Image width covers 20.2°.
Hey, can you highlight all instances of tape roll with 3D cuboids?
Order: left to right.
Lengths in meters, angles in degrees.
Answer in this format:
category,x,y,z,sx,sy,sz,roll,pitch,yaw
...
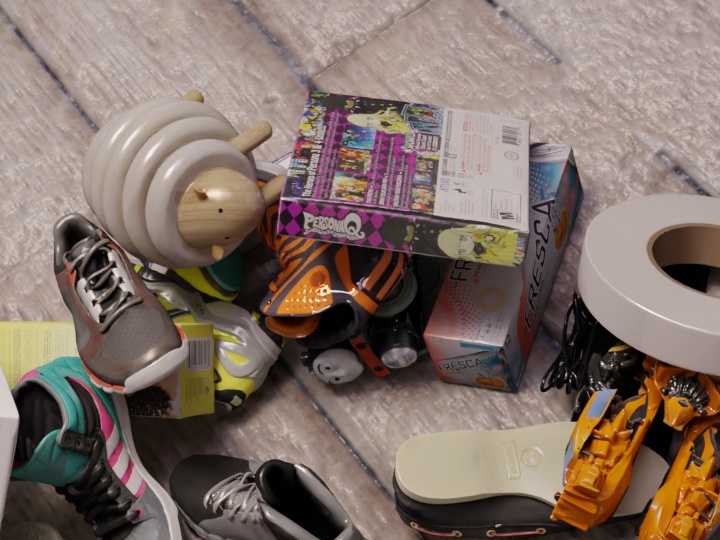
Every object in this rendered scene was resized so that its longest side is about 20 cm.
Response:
category,x,y,z,sx,sy,sz,roll,pitch,yaw
tape roll,0.259,0.008,1.484,0.201,0.037,0.203,6,32,-4

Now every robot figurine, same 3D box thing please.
category,x,y,z,sx,sy,sz,roll,pitch,yaw
robot figurine,0.214,0.119,1.415,0.144,0.058,0.200,28,46,6

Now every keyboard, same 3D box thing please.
category,x,y,z,sx,sy,sz,roll,pitch,yaw
keyboard,0.198,0.058,1.534,0.103,0.040,0.201,19,57,2

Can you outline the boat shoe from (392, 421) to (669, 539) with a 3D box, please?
category,x,y,z,sx,sy,sz,roll,pitch,yaw
boat shoe,0.122,0.154,1.453,0.200,0.063,0.074,0,54,-1

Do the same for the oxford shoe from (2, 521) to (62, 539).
category,x,y,z,sx,sy,sz,roll,pitch,yaw
oxford shoe,-0.258,0.284,1.482,0.075,0.058,0.201,12,72,21

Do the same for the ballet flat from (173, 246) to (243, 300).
category,x,y,z,sx,sy,sz,roll,pitch,yaw
ballet flat,-0.145,-0.046,1.628,0.067,0.067,0.201,-36,54,26

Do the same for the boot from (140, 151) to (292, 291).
category,x,y,z,sx,sy,sz,roll,pitch,yaw
boot,-0.106,-0.068,1.692,0.199,0.073,0.090,-33,56,-8

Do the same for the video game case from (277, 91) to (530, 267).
category,x,y,z,sx,sy,sz,roll,pitch,yaw
video game case,0.037,-0.072,1.510,0.180,0.036,0.200,8,28,0

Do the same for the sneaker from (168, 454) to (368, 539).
category,x,y,z,sx,sy,sz,roll,pitch,yaw
sneaker,-0.070,0.162,1.474,0.199,0.116,0.075,23,63,31

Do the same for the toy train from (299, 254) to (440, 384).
category,x,y,z,sx,sy,sz,roll,pitch,yaw
toy train,0.000,0.000,1.607,0.113,0.085,0.201,-20,51,18

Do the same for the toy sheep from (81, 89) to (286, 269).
category,x,y,z,sx,sy,sz,roll,pitch,yaw
toy sheep,-0.141,-0.069,1.522,0.138,0.138,0.199,-45,38,-19

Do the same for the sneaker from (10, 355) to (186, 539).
category,x,y,z,sx,sy,sz,roll,pitch,yaw
sneaker,-0.205,0.153,1.484,0.083,0.120,0.201,-34,72,26

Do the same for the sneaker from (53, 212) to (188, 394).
category,x,y,z,sx,sy,sz,roll,pitch,yaw
sneaker,-0.193,0.020,1.504,0.077,0.082,0.200,-31,35,-11

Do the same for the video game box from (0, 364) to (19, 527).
category,x,y,z,sx,sy,sz,roll,pitch,yaw
video game box,-0.294,0.153,1.476,0.046,0.184,0.200,5,16,-19

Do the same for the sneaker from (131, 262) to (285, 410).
category,x,y,z,sx,sy,sz,roll,pitch,yaw
sneaker,-0.158,0.050,1.619,0.199,0.075,0.077,16,69,35

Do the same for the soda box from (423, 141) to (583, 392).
category,x,y,z,sx,sy,sz,roll,pitch,yaw
soda box,0.114,-0.006,1.582,0.068,0.064,0.201,7,56,22

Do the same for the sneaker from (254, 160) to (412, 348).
category,x,y,z,sx,sy,sz,roll,pitch,yaw
sneaker,-0.055,-0.011,1.550,0.199,0.078,0.112,23,78,46

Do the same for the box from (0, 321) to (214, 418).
category,x,y,z,sx,sy,sz,roll,pitch,yaw
box,-0.209,0.076,1.587,0.199,0.050,0.076,-2,90,31
